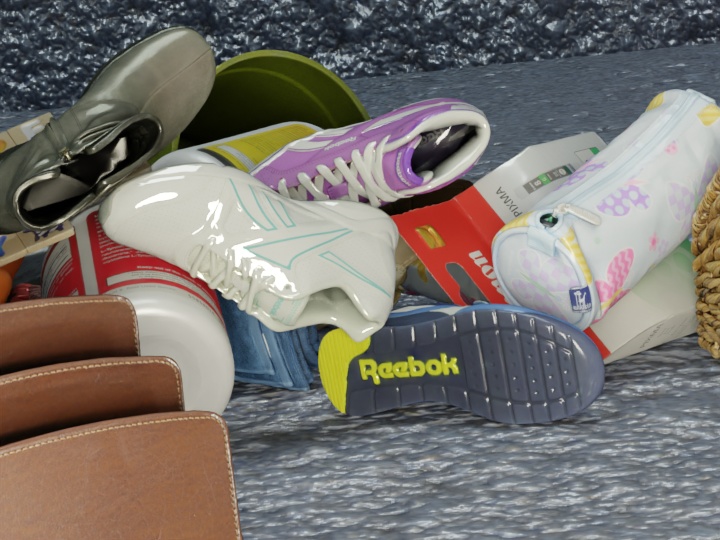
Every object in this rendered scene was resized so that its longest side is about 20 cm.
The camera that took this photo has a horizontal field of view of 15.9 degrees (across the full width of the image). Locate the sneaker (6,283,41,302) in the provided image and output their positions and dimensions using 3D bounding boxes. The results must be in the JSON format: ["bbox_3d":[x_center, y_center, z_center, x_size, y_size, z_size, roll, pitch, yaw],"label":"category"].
[{"bbox_3d":[-0.202,0.051,1.798,0.097,0.071,0.200,-8,12,-10],"label":"sneaker"}]

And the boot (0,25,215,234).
[{"bbox_3d":[-0.148,-0.083,1.604,0.200,0.068,0.130,-40,17,-21],"label":"boot"}]

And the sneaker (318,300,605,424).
[{"bbox_3d":[0.072,0.052,1.626,0.199,0.075,0.082,2,11,34],"label":"sneaker"}]

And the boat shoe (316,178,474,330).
[{"bbox_3d":[0.000,0.000,1.822,0.199,0.065,0.072,-28,18,2],"label":"boat shoe"}]

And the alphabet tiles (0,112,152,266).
[{"bbox_3d":[-0.242,-0.047,1.693,0.199,0.008,0.167,-24,32,-12],"label":"alphabet tiles"}]

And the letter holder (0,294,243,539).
[{"bbox_3d":[-0.176,0.095,1.332,0.199,0.143,0.100,-12,12,-33],"label":"letter holder"}]

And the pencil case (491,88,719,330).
[{"bbox_3d":[0.171,-0.042,1.699,0.083,0.091,0.200,15,40,39],"label":"pencil case"}]

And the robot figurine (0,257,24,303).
[{"bbox_3d":[-0.310,0.008,1.797,0.143,0.201,0.117,29,-5,3],"label":"robot figurine"}]

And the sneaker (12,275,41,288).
[{"bbox_3d":[-0.212,0.028,1.956,0.198,0.061,0.104,-10,15,-2],"label":"sneaker"}]

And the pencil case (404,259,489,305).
[{"bbox_3d":[0.086,-0.011,1.898,0.090,0.084,0.200,5,4,-28],"label":"pencil case"}]

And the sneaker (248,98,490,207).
[{"bbox_3d":[-0.004,-0.065,1.753,0.199,0.073,0.114,-28,8,-4],"label":"sneaker"}]

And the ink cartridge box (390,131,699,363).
[{"bbox_3d":[0.137,-0.011,1.739,0.199,0.161,0.050,-14,-32,-47],"label":"ink cartridge box"}]

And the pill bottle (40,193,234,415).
[{"bbox_3d":[-0.147,0.024,1.650,0.111,0.113,0.200,-7,28,-8],"label":"pill bottle"}]

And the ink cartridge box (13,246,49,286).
[{"bbox_3d":[-0.317,-0.001,2.062,0.199,0.057,0.162,-21,-5,-42],"label":"ink cartridge box"}]

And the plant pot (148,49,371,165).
[{"bbox_3d":[-0.112,-0.063,2.104,0.199,0.202,0.192,-12,0,-33],"label":"plant pot"}]

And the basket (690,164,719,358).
[{"bbox_3d":[0.319,-0.024,1.690,0.198,0.150,0.143,-8,10,-8],"label":"basket"}]

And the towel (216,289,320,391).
[{"bbox_3d":[-0.112,0.022,1.781,0.199,0.112,0.048,5,27,46],"label":"towel"}]

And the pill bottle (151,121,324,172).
[{"bbox_3d":[-0.069,-0.050,1.932,0.111,0.113,0.199,2,13,37],"label":"pill bottle"}]

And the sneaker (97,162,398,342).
[{"bbox_3d":[-0.065,-0.010,1.582,0.199,0.081,0.071,11,-35,-21],"label":"sneaker"}]
